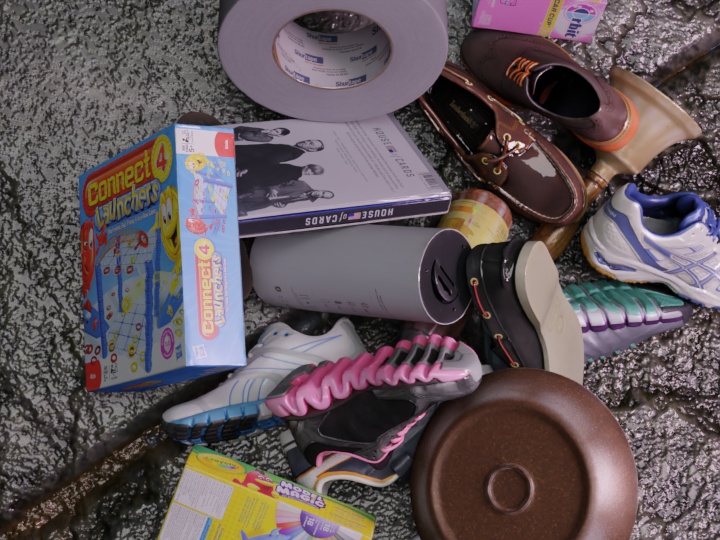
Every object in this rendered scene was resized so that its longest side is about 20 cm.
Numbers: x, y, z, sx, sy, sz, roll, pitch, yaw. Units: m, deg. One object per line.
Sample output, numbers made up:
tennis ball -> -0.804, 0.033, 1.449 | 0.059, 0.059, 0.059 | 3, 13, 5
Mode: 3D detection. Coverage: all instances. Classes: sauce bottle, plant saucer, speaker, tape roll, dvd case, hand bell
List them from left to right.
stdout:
dvd case -> -0.039, -0.088, 1.333 | 0.199, 0.025, 0.151 | -7, 37, -20
tape roll -> -0.024, -0.214, 1.313 | 0.199, 0.201, 0.067 | 2, 57, -4
speaker -> 0.000, 0.000, 1.305 | 0.081, 0.199, 0.082 | -5, 97, -48
sauce bottle -> 0.074, 0.018, 1.343 | 0.066, 0.066, 0.201 | 28, 56, 0
plant saucer -> 0.127, 0.179, 1.249 | 0.199, 0.037, 0.202 | -3, 82, 23
hand bell -> 0.214, -0.077, 1.404 | 0.104, 0.104, 0.201 | 36, 92, 2

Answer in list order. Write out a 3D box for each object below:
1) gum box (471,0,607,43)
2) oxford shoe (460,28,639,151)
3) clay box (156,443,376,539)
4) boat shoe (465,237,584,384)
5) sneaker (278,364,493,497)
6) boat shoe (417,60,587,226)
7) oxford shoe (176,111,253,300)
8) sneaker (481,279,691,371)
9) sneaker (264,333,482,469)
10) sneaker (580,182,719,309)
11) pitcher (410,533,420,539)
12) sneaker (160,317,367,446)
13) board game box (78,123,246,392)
gum box -> 0.167, -0.319, 1.413 | 0.113, 0.066, 0.201 | 7, 64, -4
oxford shoe -> 0.160, -0.178, 1.373 | 0.199, 0.072, 0.072 | 32, 95, 35
clay box -> -0.073, 0.242, 1.313 | 0.199, 0.048, 0.116 | 22, 108, -2
boat shoe -> 0.145, 0.051, 1.300 | 0.063, 0.202, 0.074 | 3, 48, 30
sneaker -> 0.033, 0.148, 1.344 | 0.199, 0.078, 0.080 | -21, 78, 3
boat shoe -> 0.120, -0.114, 1.375 | 0.200, 0.070, 0.071 | 43, 103, 17
oxford shoe -> -0.145, -0.048, 1.369 | 0.071, 0.071, 0.201 | 3, 64, -23
sneaker -> 0.203, 0.061, 1.390 | 0.198, 0.074, 0.088 | -3, 113, -11
sneaker -> 0.020, 0.115, 1.255 | 0.199, 0.079, 0.096 | -14, 103, 32
sneaker -> 0.302, -0.024, 1.368 | 0.199, 0.088, 0.076 | 9, 48, -19
pitcher -> 0.122, 0.223, 1.328 | 0.170, 0.121, 0.202 | 13, 91, 13
sneaker -> -0.086, 0.095, 1.353 | 0.199, 0.075, 0.087 | -16, 72, -12
board game box -> -0.172, -0.005, 1.288 | 0.056, 0.200, 0.197 | 2, 79, -34
